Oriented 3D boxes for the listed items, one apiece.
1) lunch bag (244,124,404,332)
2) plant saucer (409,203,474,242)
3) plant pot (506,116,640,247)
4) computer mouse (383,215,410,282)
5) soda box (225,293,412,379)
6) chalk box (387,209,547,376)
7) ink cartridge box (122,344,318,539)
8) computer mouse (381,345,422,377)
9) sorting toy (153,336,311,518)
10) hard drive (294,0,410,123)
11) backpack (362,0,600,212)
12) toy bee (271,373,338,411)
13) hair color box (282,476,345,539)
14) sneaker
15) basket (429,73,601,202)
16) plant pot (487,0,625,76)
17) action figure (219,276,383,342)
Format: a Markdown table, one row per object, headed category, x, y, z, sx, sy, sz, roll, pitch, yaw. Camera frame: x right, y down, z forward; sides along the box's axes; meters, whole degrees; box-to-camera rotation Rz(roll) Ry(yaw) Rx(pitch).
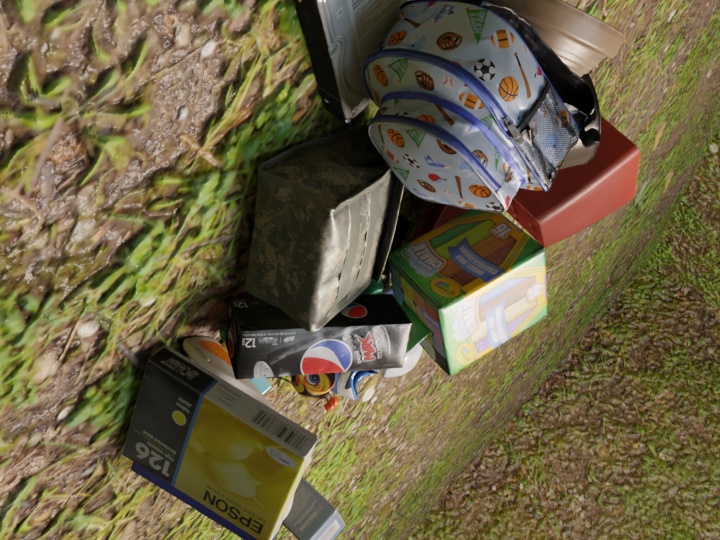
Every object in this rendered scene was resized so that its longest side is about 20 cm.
| category | x | y | z | sx | sy | sz | roll | pitch | yaw |
| --- | --- | --- | --- | --- | --- | --- | --- | --- | --- |
| lunch bag | -0.021 | -0.057 | 0.856 | 0.200 | 0.117 | 0.165 | -38 | 150 | -46 |
| plant saucer | 0.114 | -0.068 | 1.104 | 0.201 | 0.036 | 0.200 | -61 | -175 | 19 |
| plant pot | 0.311 | -0.158 | 1.265 | 0.176 | 0.200 | 0.200 | -43 | 157 | 1 |
| computer mouse | 0.000 | 0.000 | 1.044 | 0.199 | 0.044 | 0.110 | -30 | 148 | -44 |
| soda box | -0.047 | 0.072 | 0.875 | 0.198 | 0.071 | 0.064 | -1 | 120 | -20 |
| chalk box | 0.115 | 0.030 | 0.963 | 0.199 | 0.124 | 0.124 | -29 | 134 | -16 |
| ink cartridge box | -0.163 | 0.210 | 0.850 | 0.047 | 0.196 | 0.201 | -46 | 161 | -60 |
| computer mouse | 0.086 | 0.113 | 1.266 | 0.200 | 0.044 | 0.110 | -54 | 168 | -54 |
| sorting toy | -0.137 | 0.195 | 0.903 | 0.106 | 0.180 | 0.201 | -21 | 142 | -51 |
| hard drive | 0.007 | -0.249 | 0.735 | 0.140 | 0.038 | 0.200 | -47 | 156 | -15 |
| backpack | 0.091 | -0.156 | 0.740 | 0.155 | 0.199 | 0.191 | -54 | 128 | -22 |
| toy bee | -0.058 | 0.130 | 1.049 | 0.200 | 0.109 | 0.131 | -45 | 175 | -10 |
| hair color box | -0.115 | 0.285 | 1.046 | 0.061 | 0.200 | 0.099 | -44 | 156 | -17 |
| sneaker | 0.016 | 0.111 | 1.204 | 0.200 | 0.082 | 0.074 | -51 | 156 | -9 |
| basket | 0.160 | -0.165 | 0.942 | 0.198 | 0.137 | 0.180 | -18 | 180 | -3 |
| plant pot | 0.166 | -0.247 | 0.824 | 0.200 | 0.200 | 0.093 | -11 | 131 | -58 |
| action figure | -0.073 | 0.056 | 0.935 | 0.198 | 0.055 | 0.119 | -11 | 123 | -27 |
